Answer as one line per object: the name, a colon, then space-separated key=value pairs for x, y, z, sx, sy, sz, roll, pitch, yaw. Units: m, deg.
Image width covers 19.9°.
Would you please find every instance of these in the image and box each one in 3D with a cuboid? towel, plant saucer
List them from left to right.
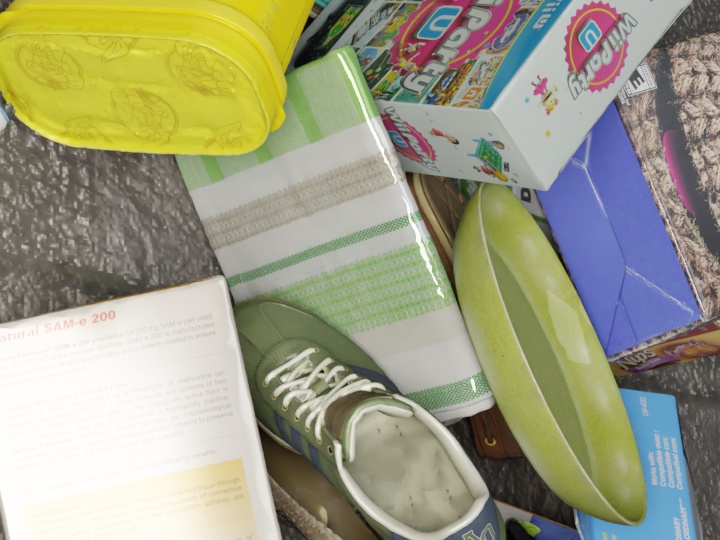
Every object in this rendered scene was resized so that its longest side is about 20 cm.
towel: x=-0.015 y=-0.008 z=1.091 sx=0.031 sy=0.149 sz=0.200 roll=-27 pitch=98 yaw=-47
plant saucer: x=0.096 y=0.047 z=1.089 sx=0.200 sy=0.031 sz=0.200 roll=55 pitch=19 yaw=-29

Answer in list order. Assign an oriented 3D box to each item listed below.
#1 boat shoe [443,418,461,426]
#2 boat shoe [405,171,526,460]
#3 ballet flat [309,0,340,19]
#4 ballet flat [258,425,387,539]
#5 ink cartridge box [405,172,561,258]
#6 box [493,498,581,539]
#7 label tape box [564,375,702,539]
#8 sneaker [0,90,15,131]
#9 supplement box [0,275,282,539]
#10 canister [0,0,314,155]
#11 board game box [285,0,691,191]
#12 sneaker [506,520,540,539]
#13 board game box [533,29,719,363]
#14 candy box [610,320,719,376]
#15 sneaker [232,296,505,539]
boat shoe: x=0.000 y=0.000 z=1.146 sx=0.068 sy=0.075 sz=0.200 roll=-31 pitch=96 yaw=-41
boat shoe: x=0.060 y=0.032 z=1.208 sx=0.200 sy=0.068 sz=0.072 roll=62 pitch=20 yaw=-23
ballet flat: x=0.009 y=-0.173 z=1.232 sx=0.200 sy=0.062 sz=0.067 roll=2 pitch=89 yaw=-40
ballet flat: x=-0.016 y=0.119 z=1.070 sx=0.067 sy=0.046 sz=0.200 roll=-21 pitch=64 yaw=-40
ink cartridge box: x=0.103 y=-0.074 z=1.273 sx=0.200 sy=0.059 sz=0.104 roll=15 pitch=69 yaw=-43
box: x=0.058 y=0.190 z=1.191 sx=0.200 sy=0.041 sz=0.119 roll=25 pitch=61 yaw=-42
label tape box: x=0.169 y=0.153 z=1.215 sx=0.144 sy=0.063 sz=0.200 roll=-90 pitch=167 yaw=-46
sneaker: x=-0.246 y=-0.099 z=0.945 sx=0.200 sy=0.072 sz=0.073 roll=25 pitch=95 yaw=-47
supplement box: x=-0.108 y=0.113 z=0.974 sx=0.126 sy=0.074 sz=0.200 roll=-11 pitch=87 yaw=-11
canister: x=-0.088 y=-0.163 z=1.063 sx=0.087 sy=0.148 sz=0.200 roll=69 pitch=32 yaw=-48
board game box: x=0.059 y=-0.122 z=1.109 sx=0.148 sy=0.200 sz=0.064 roll=-52 pitch=125 yaw=-21
sneaker: x=0.052 y=0.200 z=1.116 sx=0.083 sy=0.072 sz=0.200 roll=52 pitch=36 yaw=4
board game box: x=0.214 y=-0.055 z=1.232 sx=0.200 sy=0.097 sz=0.160 roll=-19 pitch=84 yaw=-36
candy box: x=0.206 y=-0.038 z=1.357 sx=0.056 sy=0.117 sz=0.200 roll=29 pitch=60 yaw=-36
sneaker: x=0.000 y=0.074 z=1.019 sx=0.067 sy=0.090 sz=0.200 roll=-40 pitch=70 yaw=-13
